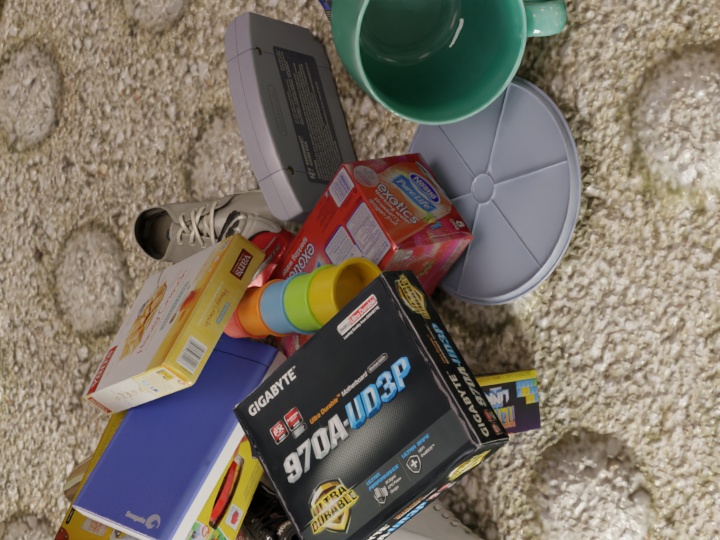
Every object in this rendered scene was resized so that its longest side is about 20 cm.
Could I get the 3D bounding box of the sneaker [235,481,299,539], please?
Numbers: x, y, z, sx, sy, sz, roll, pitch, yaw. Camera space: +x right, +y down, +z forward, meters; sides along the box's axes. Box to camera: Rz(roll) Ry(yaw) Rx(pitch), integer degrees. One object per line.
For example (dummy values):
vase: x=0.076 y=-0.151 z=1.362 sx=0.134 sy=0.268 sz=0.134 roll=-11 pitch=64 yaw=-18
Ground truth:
sneaker: x=-0.077 y=0.244 z=1.598 sx=0.200 sy=0.071 sz=0.098 roll=45 pitch=149 yaw=29

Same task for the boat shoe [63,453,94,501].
boat shoe: x=-0.220 y=0.181 z=1.745 sx=0.199 sy=0.072 sz=0.077 roll=-22 pitch=61 yaw=24

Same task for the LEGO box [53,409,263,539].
LEGO box: x=-0.178 y=0.198 z=1.596 sx=0.148 sy=0.077 sz=0.201 roll=3 pitch=59 yaw=38

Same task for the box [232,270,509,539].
box: x=0.005 y=0.121 z=1.356 sx=0.200 sy=0.046 sz=0.160 roll=-42 pitch=68 yaw=32

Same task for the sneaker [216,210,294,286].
sneaker: x=-0.115 y=0.037 z=1.656 sx=0.077 sy=0.084 sz=0.201 roll=-85 pitch=15 yaw=-54

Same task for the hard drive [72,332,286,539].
hard drive: x=-0.165 y=0.147 z=1.549 sx=0.131 sy=0.025 sz=0.201 roll=12 pitch=65 yaw=42

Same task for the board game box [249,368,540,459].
board game box: x=0.029 y=0.124 z=1.472 sx=0.199 sy=0.165 sz=0.057 roll=-8 pitch=86 yaw=39

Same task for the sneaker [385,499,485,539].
sneaker: x=0.049 y=0.208 z=1.514 sx=0.199 sy=0.073 sz=0.085 roll=19 pitch=79 yaw=28

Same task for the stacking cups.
stacking cups: x=-0.058 y=0.026 z=1.479 sx=0.199 sy=0.060 sz=0.061 roll=-7 pitch=84 yaw=53

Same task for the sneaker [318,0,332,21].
sneaker: x=0.040 y=-0.268 z=1.549 sx=0.199 sy=0.075 sz=0.079 roll=-23 pitch=83 yaw=45

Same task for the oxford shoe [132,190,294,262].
oxford shoe: x=-0.149 y=-0.040 z=1.695 sx=0.199 sy=0.058 sz=0.076 roll=-4 pitch=82 yaw=37

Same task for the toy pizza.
toy pizza: x=0.116 y=-0.070 z=1.494 sx=0.199 sy=0.032 sz=0.202 roll=-1 pitch=88 yaw=43

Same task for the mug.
mug: x=0.064 y=-0.207 z=1.459 sx=0.153 sy=0.184 sz=0.114 roll=-61 pitch=26 yaw=11

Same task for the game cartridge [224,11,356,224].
game cartridge: x=-0.062 y=-0.136 z=1.578 sx=0.041 sy=0.133 sz=0.202 roll=-26 pitch=72 yaw=35

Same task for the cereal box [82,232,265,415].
cereal box: x=-0.173 y=0.052 z=1.556 sx=0.200 sy=0.039 sz=0.145 roll=-22 pitch=36 yaw=57

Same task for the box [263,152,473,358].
box: x=0.000 y=0.000 z=1.520 sx=0.100 sy=0.095 sz=0.200 roll=58 pitch=136 yaw=25
